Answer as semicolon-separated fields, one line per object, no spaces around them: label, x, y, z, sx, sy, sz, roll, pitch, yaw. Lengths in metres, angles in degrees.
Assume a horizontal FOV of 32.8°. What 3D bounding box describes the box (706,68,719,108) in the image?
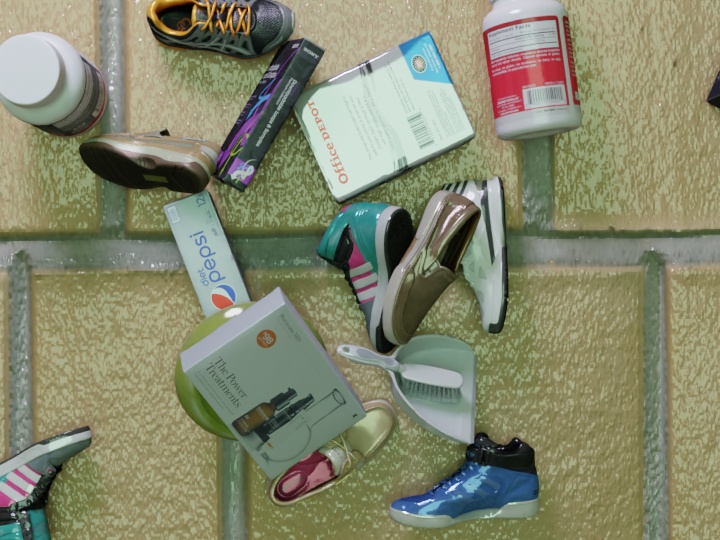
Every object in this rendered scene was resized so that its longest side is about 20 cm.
box;0.578;-0.265;1.565;0.198;0.104;0.184;24;88;0

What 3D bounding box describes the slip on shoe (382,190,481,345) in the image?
slip on shoe;0.090;0.001;1.513;0.060;0.076;0.202;21;83;35

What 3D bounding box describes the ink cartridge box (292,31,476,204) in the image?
ink cartridge box;0.028;-0.192;1.567;0.198;0.084;0.148;-25;90;0

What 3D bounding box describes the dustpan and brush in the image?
dustpan and brush;0.060;0.130;1.536;0.197;0.057;0.141;13;56;-9

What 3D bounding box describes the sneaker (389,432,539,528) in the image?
sneaker;0.132;0.263;1.567;0.197;0.077;0.113;-4;95;-5

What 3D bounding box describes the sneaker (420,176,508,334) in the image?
sneaker;0.133;-0.017;1.583;0.114;0.076;0.204;-3;82;8

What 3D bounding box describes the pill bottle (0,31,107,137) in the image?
pill bottle;-0.384;-0.230;1.505;0.109;0.200;0.113;0;89;0

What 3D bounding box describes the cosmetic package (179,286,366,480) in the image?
cosmetic package;-0.106;0.142;1.510;0.150;0.052;0.201;-35;118;1

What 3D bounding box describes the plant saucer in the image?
plant saucer;-0.135;0.136;1.545;0.197;0.031;0.203;-6;116;-12

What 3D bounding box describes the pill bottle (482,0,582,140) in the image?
pill bottle;0.215;-0.273;1.557;0.111;0.112;0.203;-8;89;-1

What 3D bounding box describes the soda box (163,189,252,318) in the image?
soda box;-0.187;0.002;1.571;0.063;0.068;0.202;-21;91;-3

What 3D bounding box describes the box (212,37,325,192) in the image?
box;-0.122;-0.198;1.536;0.036;0.143;0.201;32;88;-17

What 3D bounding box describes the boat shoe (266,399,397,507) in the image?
boat shoe;-0.035;0.241;1.571;0.199;0.069;0.074;-38;90;-1

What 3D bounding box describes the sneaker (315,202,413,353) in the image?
sneaker;0.000;0.000;1.565;0.120;0.083;0.203;21;122;34

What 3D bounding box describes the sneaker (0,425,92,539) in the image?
sneaker;-0.411;0.289;1.558;0.198;0.084;0.122;-28;85;7

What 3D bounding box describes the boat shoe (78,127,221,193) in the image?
boat shoe;-0.265;-0.148;1.561;0.198;0.072;0.077;13;55;23

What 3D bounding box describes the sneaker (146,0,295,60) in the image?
sneaker;-0.181;-0.314;1.555;0.197;0.077;0.080;-1;84;10
